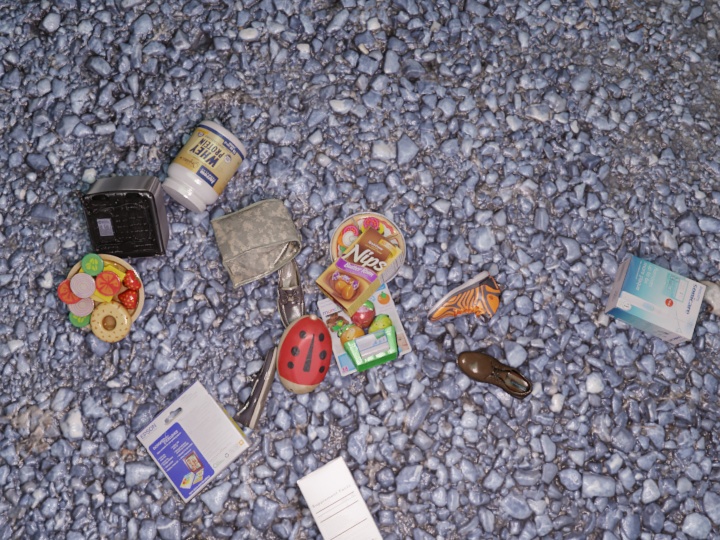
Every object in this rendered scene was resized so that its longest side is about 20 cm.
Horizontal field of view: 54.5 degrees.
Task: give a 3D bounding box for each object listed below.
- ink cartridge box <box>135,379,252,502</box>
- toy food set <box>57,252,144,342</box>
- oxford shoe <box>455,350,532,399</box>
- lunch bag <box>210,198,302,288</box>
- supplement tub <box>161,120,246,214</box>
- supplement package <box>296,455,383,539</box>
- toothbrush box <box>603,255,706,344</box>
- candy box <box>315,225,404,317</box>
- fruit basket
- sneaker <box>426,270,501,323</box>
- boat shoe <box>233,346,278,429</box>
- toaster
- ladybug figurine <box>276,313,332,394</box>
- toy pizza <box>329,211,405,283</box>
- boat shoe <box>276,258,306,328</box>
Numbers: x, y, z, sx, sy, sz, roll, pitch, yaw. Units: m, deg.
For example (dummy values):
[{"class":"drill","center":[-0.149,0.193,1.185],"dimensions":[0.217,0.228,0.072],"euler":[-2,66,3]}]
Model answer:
[{"class":"ink cartridge box","center":[-0.390,0.398,1.642],"dimensions":[0.197,0.047,0.201],"euler":[-41,79,-2]},{"class":"toy food set","center":[-0.625,0.060,1.694],"dimensions":[0.196,0.049,0.202],"euler":[31,99,-9]},{"class":"oxford shoe","center":[0.327,0.244,1.691],"dimensions":[0.197,0.085,0.074],"euler":[22,77,6]},{"class":"lunch bag","center":[-0.249,-0.075,1.716],"dimensions":[0.197,0.119,0.165],"euler":[-22,48,-6]},{"class":"supplement tub","center":[-0.396,-0.260,1.770],"dimensions":[0.143,0.145,0.202],"euler":[30,76,6]},{"class":"supplement package","center":[-0.048,0.539,1.583],"dimensions":[0.118,0.121,0.202],"euler":[-27,77,-8]},{"class":"toothbrush box","center":[0.734,0.075,1.746],"dimensions":[0.197,0.085,0.148],"euler":[24,76,3]},{"class":"candy box","center":[0.000,0.000,1.712],"dimensions":[0.116,0.057,0.200],"euler":[38,75,25]},{"class":"fruit basket","center":[0.008,0.134,1.707],"dimensions":[0.182,0.094,0.203],"euler":[-18,73,-6]},{"class":"sneaker","center":[0.267,0.093,1.731],"dimensions":[0.198,0.078,0.113],"euler":[-32,77,-9]},{"class":"boat shoe","center":[-0.248,0.274,1.673],"dimensions":[0.062,0.073,0.203],"euler":[17,81,6]},{"class":"toaster","center":[-0.575,-0.135,1.712],"dimensions":[0.177,0.119,0.203],"euler":[-5,120,-3]},{"class":"ladybug figurine","center":[-0.130,0.203,1.661],"dimensions":[0.133,0.072,0.204],"euler":[6,100,-15]},{"class":"toy pizza","center":[0.019,-0.057,1.787],"dimensions":[0.196,0.032,0.204],"euler":[0,76,-2]},{"class":"boat shoe","center":[-0.175,0.052,1.735],"dimensions":[0.071,0.065,0.204],"euler":[-5,76,-3]}]
